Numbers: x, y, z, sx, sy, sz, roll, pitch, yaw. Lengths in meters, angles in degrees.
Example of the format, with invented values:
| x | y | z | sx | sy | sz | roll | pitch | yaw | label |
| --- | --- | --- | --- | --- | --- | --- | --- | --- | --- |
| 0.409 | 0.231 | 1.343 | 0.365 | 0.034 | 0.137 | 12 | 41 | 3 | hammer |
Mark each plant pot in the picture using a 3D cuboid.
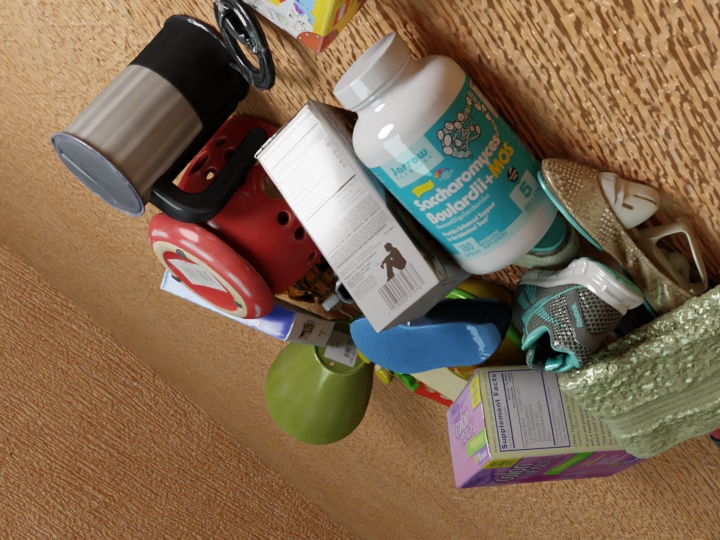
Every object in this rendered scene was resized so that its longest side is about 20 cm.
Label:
| x | y | z | sx | sy | sz | roll | pitch | yaw | label |
| --- | --- | --- | --- | --- | --- | --- | --- | --- | --- |
| -0.051 | 0.162 | 1.215 | 0.186 | 0.188 | 0.201 | 33 | 147 | 4 | plant pot |
| -0.140 | -0.053 | 0.909 | 0.199 | 0.183 | 0.201 | 28 | 158 | 13 | plant pot |

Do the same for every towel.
| x | y | z | sx | sy | sz | roll | pitch | yaw | label |
| --- | --- | --- | --- | --- | --- | --- | --- | --- | --- |
| 0.286 | 0.090 | 0.638 | 0.199 | 0.037 | 0.148 | -33 | 121 | 30 | towel |

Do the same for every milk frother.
| x | y | z | sx | sy | sz | roll | pitch | yaw | label |
| --- | --- | --- | --- | --- | --- | --- | --- | --- | --- |
| -0.189 | -0.168 | 0.745 | 0.179 | 0.189 | 0.201 | 30 | 156 | 10 | milk frother |

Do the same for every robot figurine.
| x | y | z | sx | sy | sz | roll | pitch | yaw | label |
| --- | --- | --- | --- | --- | --- | --- | --- | --- | --- |
| -0.093 | 0.004 | 1.096 | 0.199 | 0.059 | 0.145 | 5 | 146 | 50 | robot figurine |

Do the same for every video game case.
| x | y | z | sx | sy | sz | roll | pitch | yaw | label |
| --- | --- | --- | --- | --- | --- | --- | --- | --- | --- |
| -0.154 | 0.051 | 1.058 | 0.198 | 0.046 | 0.181 | 21 | 179 | 16 | video game case |

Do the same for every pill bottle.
| x | y | z | sx | sy | sz | roll | pitch | yaw | label |
| --- | --- | --- | --- | --- | --- | --- | --- | --- | --- |
| 0.069 | -0.099 | 0.623 | 0.200 | 0.111 | 0.110 | 44 | 155 | -20 | pill bottle |

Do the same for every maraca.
| x | y | z | sx | sy | sz | roll | pitch | yaw | label |
| --- | --- | --- | --- | --- | --- | --- | --- | --- | --- |
| 0.141 | 0.083 | 0.872 | 0.136 | 0.107 | 0.201 | 33 | 162 | 29 | maraca |

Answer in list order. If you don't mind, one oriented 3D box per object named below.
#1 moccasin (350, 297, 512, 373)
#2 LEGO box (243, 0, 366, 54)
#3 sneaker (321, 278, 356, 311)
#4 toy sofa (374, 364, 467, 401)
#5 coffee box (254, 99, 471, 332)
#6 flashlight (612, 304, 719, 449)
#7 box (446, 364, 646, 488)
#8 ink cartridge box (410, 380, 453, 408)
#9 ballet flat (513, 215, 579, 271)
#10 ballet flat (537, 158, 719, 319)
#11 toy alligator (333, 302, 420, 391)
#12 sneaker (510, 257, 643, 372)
| x | y | z | sx | sy | sz | roll | pitch | yaw | label |
| --- | --- | --- | --- | --- | --- | --- | --- | --- | --- |
| 0.075 | 0.066 | 0.779 | 0.198 | 0.068 | 0.081 | 0 | 120 | 45 | moccasin |
| -0.050 | -0.271 | 0.505 | 0.148 | 0.077 | 0.200 | 35 | 156 | 2 | LEGO box |
| 0.000 | 0.000 | 0.857 | 0.078 | 0.140 | 0.200 | 44 | 154 | -3 | sneaker |
| 0.129 | 0.132 | 1.032 | 0.199 | 0.098 | 0.083 | 31 | 133 | 12 | toy sofa |
| 0.006 | -0.052 | 0.692 | 0.201 | 0.080 | 0.113 | 55 | -157 | 12 | coffee box |
| 0.321 | 0.093 | 0.710 | 0.200 | 0.068 | 0.068 | 48 | 145 | -14 | flashlight |
| 0.214 | 0.177 | 0.841 | 0.197 | 0.098 | 0.176 | -2 | 155 | -6 | box |
| 0.171 | 0.229 | 1.127 | 0.198 | 0.051 | 0.162 | 22 | 160 | 3 | ink cartridge box |
| 0.120 | -0.034 | 0.738 | 0.198 | 0.068 | 0.062 | 19 | 162 | 34 | ballet flat |
| 0.229 | -0.033 | 0.613 | 0.200 | 0.071 | 0.065 | 41 | 129 | -19 | ballet flat |
| 0.021 | 0.101 | 1.113 | 0.200 | 0.059 | 0.054 | 47 | 158 | 5 | toy alligator |
| 0.171 | 0.050 | 0.675 | 0.077 | 0.092 | 0.200 | 34 | 168 | 1 | sneaker |
